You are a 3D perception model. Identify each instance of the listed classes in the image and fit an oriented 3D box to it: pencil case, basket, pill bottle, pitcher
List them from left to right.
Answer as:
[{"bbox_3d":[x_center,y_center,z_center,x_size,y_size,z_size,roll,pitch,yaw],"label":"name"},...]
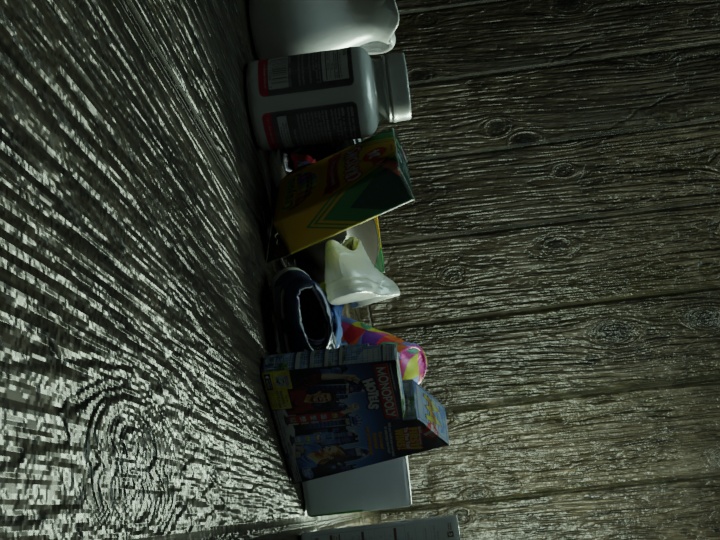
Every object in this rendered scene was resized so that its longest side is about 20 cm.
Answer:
[{"bbox_3d":[-0.051,-0.068,1.197,0.200,0.133,0.184,62,21,-74],"label":"basket"},{"bbox_3d":[-0.046,-0.336,1.146,0.172,0.195,0.124,75,9,-76],"label":"pitcher"},{"bbox_3d":[-0.037,-0.217,1.032,0.111,0.195,0.113,-7,90,-87],"label":"pill bottle"},{"bbox_3d":[0.007,0.126,1.250,0.198,0.088,0.090,18,-55,44],"label":"pencil case"}]

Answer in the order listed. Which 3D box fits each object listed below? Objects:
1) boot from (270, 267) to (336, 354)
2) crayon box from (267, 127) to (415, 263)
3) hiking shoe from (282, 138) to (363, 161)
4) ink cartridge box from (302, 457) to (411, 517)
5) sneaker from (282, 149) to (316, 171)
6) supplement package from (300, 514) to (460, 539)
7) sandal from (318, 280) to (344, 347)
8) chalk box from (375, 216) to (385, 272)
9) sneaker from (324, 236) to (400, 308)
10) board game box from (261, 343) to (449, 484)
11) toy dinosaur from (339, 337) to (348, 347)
[{"bbox_3d":[-0.059,0.100,0.984,0.090,0.072,0.204,-152,-136,-68],"label":"boot"},{"bbox_3d":[-0.035,-0.094,1.022,0.051,0.197,0.128,60,13,-28],"label":"crayon box"},{"bbox_3d":[-0.043,-0.206,1.170,0.199,0.100,0.077,23,-42,53],"label":"hiking shoe"},{"bbox_3d":[-0.006,0.249,1.174,0.201,0.142,0.086,-90,172,-70],"label":"ink cartridge box"},{"bbox_3d":[-0.081,-0.149,1.326,0.113,0.070,0.203,-101,175,-67],"label":"sneaker"},{"bbox_3d":[0.031,0.381,1.037,0.117,0.195,0.120,76,8,-70],"label":"supplement package"},{"bbox_3d":[-0.056,0.064,1.119,0.088,0.079,0.200,61,12,-2],"label":"sandal"},{"bbox_3d":[-0.034,-0.098,1.516,0.125,0.121,0.204,-116,-164,-69],"label":"chalk box"},{"bbox_3d":[0.000,0.000,1.120,0.200,0.074,0.090,23,50,-73],"label":"sneaker"},{"bbox_3d":[0.001,0.156,0.955,0.062,0.195,0.203,-93,176,-49],"label":"board game box"},{"bbox_3d":[-0.017,0.147,1.182,0.183,0.196,0.107,-95,-157,-60],"label":"toy dinosaur"}]
